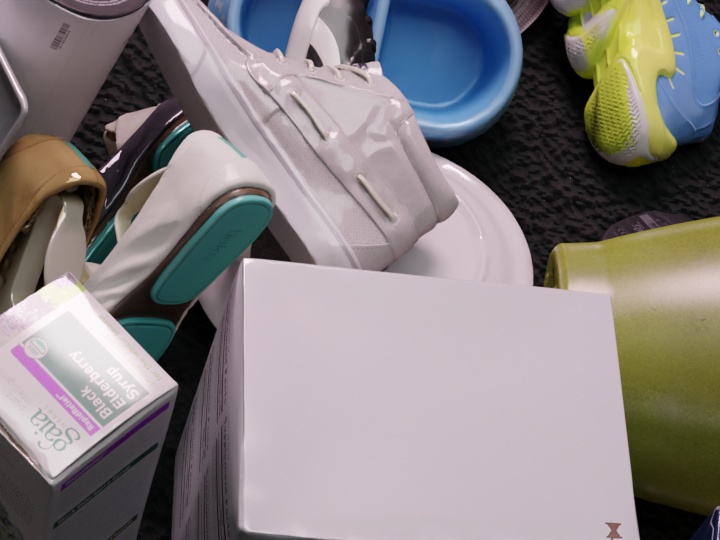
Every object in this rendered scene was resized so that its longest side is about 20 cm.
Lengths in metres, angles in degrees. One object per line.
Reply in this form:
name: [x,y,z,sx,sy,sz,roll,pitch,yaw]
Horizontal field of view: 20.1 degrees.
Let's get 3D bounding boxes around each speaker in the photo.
speaker: [-0.181,-0.105,1.097,0.081,0.200,0.082,16,52,-21]

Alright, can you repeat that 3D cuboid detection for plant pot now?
plant pot: [0.197,0.054,1.127,0.192,0.201,0.201,2,57,0]

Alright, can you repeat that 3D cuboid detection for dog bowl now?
dog bowl: [0.006,-0.138,1.231,0.199,0.050,0.112,11,94,-8]

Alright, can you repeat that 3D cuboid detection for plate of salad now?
plate of salad: [0.000,0.000,1.177,0.199,0.048,0.201,4,48,-4]

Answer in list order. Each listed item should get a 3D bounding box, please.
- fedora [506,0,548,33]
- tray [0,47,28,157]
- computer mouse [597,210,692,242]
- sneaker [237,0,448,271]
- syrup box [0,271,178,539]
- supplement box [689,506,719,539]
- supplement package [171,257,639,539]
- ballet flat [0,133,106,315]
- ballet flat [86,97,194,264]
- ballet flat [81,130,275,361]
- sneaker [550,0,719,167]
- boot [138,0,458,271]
fedora: [0.047,-0.228,1.310,0.200,0.090,0.177,-31,70,-30]
tray: [-0.229,-0.062,1.069,0.022,0.200,0.108,-7,59,-44]
computer mouse: [0.223,-0.014,1.264,0.199,0.034,0.059,-13,45,-28]
sneaker: [0.005,-0.083,1.152,0.111,0.073,0.201,17,75,3]
syrup box: [-0.152,0.096,0.978,0.079,0.200,0.081,44,57,15]
supplement box: [0.226,0.240,0.992,0.199,0.200,0.135,17,55,-4]
supplement package: [0.013,0.114,1.014,0.190,0.200,0.148,6,57,-12]
ballet flat: [-0.182,0.030,1.032,0.063,0.201,0.068,26,10,40]
ballet flat: [-0.134,-0.051,1.161,0.073,0.073,0.200,37,63,10]
ballet flat: [-0.119,0.005,1.070,0.069,0.200,0.070,34,25,-19]
sneaker: [0.181,-0.166,1.306,0.105,0.076,0.201,-5,87,-35]
boot: [-0.033,-0.088,1.086,0.095,0.074,0.200,-34,86,-13]
